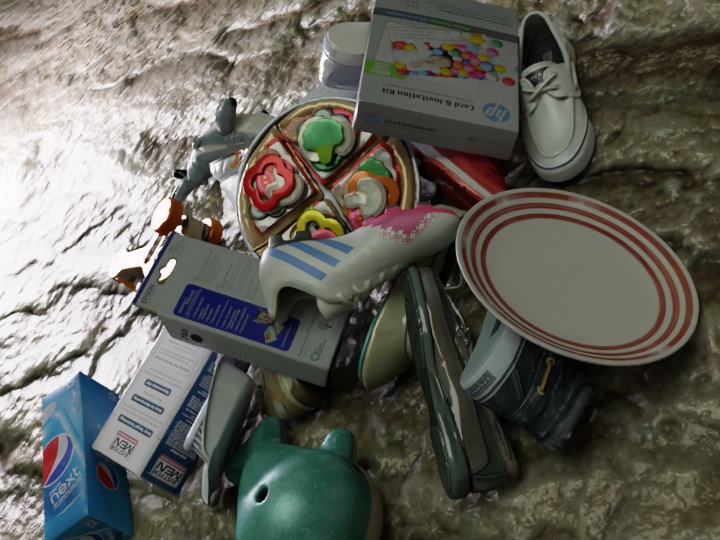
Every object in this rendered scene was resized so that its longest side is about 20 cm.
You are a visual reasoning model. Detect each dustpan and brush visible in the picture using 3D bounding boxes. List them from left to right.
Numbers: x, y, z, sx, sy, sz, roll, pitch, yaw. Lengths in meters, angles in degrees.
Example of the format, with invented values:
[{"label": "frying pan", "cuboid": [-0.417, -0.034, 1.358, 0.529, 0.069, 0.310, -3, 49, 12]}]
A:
[{"label": "dustpan and brush", "cuboid": [-0.135, 0.117, 0.891, 0.057, 0.140, 0.201, 21, 58, 2]}]

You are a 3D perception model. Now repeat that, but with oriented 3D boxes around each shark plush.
[{"label": "shark plush", "cuboid": [-0.187, -0.144, 1.178, 0.199, 0.091, 0.084, -33, 73, 8]}]

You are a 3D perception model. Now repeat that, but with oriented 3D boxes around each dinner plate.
[{"label": "dinner plate", "cuboid": [0.170, 0.004, 0.721, 0.198, 0.024, 0.201, 8, 44, -7]}]

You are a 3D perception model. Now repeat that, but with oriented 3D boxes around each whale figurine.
[{"label": "whale figurine", "cuboid": [-0.069, 0.195, 0.789, 0.159, 0.104, 0.200, -49, 39, -2]}]

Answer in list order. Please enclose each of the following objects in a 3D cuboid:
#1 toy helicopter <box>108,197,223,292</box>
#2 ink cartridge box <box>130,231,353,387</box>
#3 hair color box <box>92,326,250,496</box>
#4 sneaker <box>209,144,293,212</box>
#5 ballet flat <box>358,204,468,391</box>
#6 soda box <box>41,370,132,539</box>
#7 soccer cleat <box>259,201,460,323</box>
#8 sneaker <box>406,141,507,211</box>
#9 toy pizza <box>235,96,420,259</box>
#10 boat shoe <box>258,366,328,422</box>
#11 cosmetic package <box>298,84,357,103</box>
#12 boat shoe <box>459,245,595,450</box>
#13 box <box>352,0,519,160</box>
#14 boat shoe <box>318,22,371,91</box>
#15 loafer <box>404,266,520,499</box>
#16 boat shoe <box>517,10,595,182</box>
[{"label": "toy helicopter", "cuboid": [-0.265, -0.006, 1.144, 0.199, 0.079, 0.134, -10, 61, 47]}, {"label": "ink cartridge box", "cuboid": [-0.110, 0.035, 0.873, 0.198, 0.039, 0.100, 19, 53, 4]}, {"label": "hair color box", "cuboid": [-0.192, 0.127, 0.973, 0.099, 0.061, 0.201, 13, 67, 44]}, {"label": "sneaker", "cuboid": [-0.102, -0.105, 1.040, 0.075, 0.093, 0.199, -27, 10, -26]}, {"label": "ballet flat", "cuboid": [0.060, 0.025, 0.847, 0.069, 0.069, 0.202, 3, 61, 40]}, {"label": "soda box", "cuboid": [-0.304, 0.212, 0.993, 0.064, 0.068, 0.201, -35, 43, 11]}, {"label": "soccer cleat", "cuboid": [0.000, 0.000, 0.821, 0.198, 0.070, 0.087, -13, 66, 21]}, {"label": "sneaker", "cuboid": [0.122, -0.124, 0.900, 0.115, 0.078, 0.200, -40, 52, -4]}, {"label": "toy pizza", "cuboid": [-0.038, -0.079, 0.909, 0.198, 0.032, 0.203, -2, 83, 16]}, {"label": "boat shoe", "cuboid": [-0.090, 0.065, 0.936, 0.076, 0.071, 0.201, -38, 41, 27]}, {"label": "cosmetic package", "cuboid": [-0.006, -0.133, 1.014, 0.101, 0.074, 0.201, -29, 43, 20]}, {"label": "boat shoe", "cuboid": [0.151, 0.059, 0.746, 0.071, 0.091, 0.201, -47, 5, 43]}, {"label": "box", "cuboid": [0.080, -0.205, 0.904, 0.154, 0.041, 0.201, 11, 51, -2]}, {"label": "boat shoe", "cuboid": [0.047, -0.226, 0.995, 0.072, 0.198, 0.069, 62, 146, 28]}, {"label": "loafer", "cuboid": [0.082, 0.089, 0.761, 0.062, 0.072, 0.202, -7, 66, -7]}, {"label": "boat shoe", "cuboid": [0.182, -0.177, 0.897, 0.073, 0.065, 0.202, -23, 47, 24]}]
